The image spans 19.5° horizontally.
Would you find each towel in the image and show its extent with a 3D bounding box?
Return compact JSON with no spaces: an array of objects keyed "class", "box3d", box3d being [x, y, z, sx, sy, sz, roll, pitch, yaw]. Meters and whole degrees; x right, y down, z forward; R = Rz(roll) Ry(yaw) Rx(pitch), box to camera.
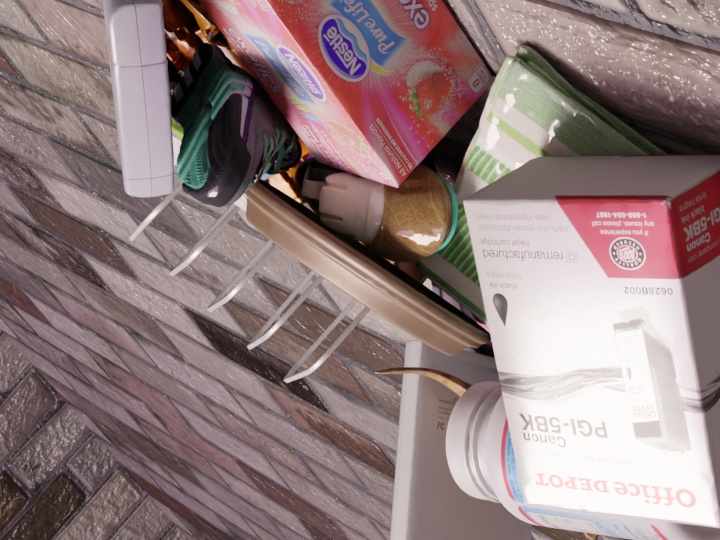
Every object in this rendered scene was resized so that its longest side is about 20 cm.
[{"class":"towel","box3d":[0.121,-0.026,1.307,0.152,0.023,0.201,39,137,15]}]

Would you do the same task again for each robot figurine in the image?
[{"class":"robot figurine","box3d":[-0.091,-0.145,1.498,0.058,0.145,0.200,-21,119,29]}]

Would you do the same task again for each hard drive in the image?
[{"class":"hard drive","box3d":[0.080,0.163,1.584,0.131,0.201,0.026,16,164,-39]}]

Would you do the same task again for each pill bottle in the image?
[{"class":"pill bottle","box3d":[0.156,0.121,1.403,0.199,0.109,0.109,2,140,46]}]

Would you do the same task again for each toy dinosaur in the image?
[{"class":"toy dinosaur","box3d":[0.113,0.113,1.553,0.200,0.061,0.106,39,-172,7]}]

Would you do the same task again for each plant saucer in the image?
[{"class":"plant saucer","box3d":[0.000,0.000,1.416,0.199,0.030,0.200,33,-177,-2]}]

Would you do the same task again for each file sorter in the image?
[{"class":"file sorter","box3d":[-0.082,-0.014,1.798,0.200,0.125,0.139,43,165,-5]}]

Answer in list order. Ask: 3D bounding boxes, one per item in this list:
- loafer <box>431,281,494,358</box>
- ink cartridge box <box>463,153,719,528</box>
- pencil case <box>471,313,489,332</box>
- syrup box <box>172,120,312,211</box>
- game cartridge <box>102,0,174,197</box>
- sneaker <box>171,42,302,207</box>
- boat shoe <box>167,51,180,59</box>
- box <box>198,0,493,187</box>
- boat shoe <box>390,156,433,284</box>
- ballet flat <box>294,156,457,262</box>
[{"class":"loafer","box3d":[0.103,0.020,1.571,0.063,0.072,0.200,15,162,20]},{"class":"ink cartridge box","box3d":[0.155,0.040,1.224,0.146,0.083,0.201,1,111,40]},{"class":"pencil case","box3d":[0.140,0.043,1.488,0.090,0.083,0.200,-2,138,43]},{"class":"syrup box","box3d":[-0.074,-0.093,1.650,0.200,0.079,0.082,33,162,31]},{"class":"game cartridge","box3d":[-0.141,-0.140,1.310,0.200,0.041,0.134,94,172,-58]},{"class":"sneaker","box3d":[-0.068,-0.087,1.351,0.087,0.075,0.200,27,-160,-19]},{"class":"boat shoe","box3d":[-0.155,-0.182,1.579,0.200,0.070,0.070,-118,10,-63]},{"class":"box","box3d":[-0.021,-0.160,1.298,0.094,0.103,0.200,21,154,52]},{"class":"boat shoe","box3d":[0.032,-0.036,1.560,0.075,0.075,0.203,27,159,26]},{"class":"ballet flat","box3d":[0.000,-0.048,1.390,0.072,0.068,0.200,8,-170,-18]}]
